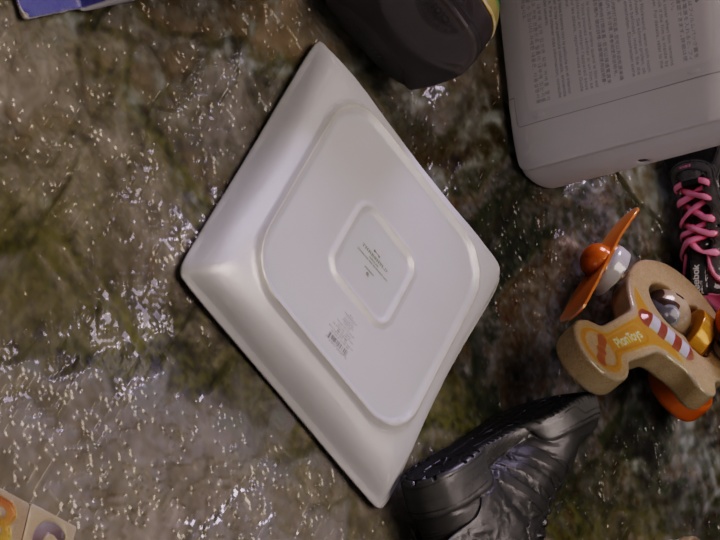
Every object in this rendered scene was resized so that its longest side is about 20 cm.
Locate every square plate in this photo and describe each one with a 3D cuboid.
[{"bbox_3d":[0.000,0.000,1.746,0.200,0.028,0.199,51,47,-26],"label":"square plate"}]

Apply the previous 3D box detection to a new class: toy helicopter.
[{"bbox_3d":[0.172,0.033,1.883,0.133,0.079,0.200,55,28,10],"label":"toy helicopter"}]

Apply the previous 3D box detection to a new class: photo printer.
[{"bbox_3d":[0.180,-0.151,1.855,0.069,0.199,0.167,4,76,-47],"label":"photo printer"}]

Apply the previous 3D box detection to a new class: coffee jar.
[{"bbox_3d":[0.054,-0.208,1.817,0.104,0.085,0.201,47,50,-27],"label":"coffee jar"}]

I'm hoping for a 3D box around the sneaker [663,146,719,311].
[{"bbox_3d":[0.241,-0.027,1.992,0.095,0.079,0.201,-40,109,-33],"label":"sneaker"}]

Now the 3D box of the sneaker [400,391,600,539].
[{"bbox_3d":[0.083,0.149,1.778,0.199,0.060,0.105,-25,101,-45],"label":"sneaker"}]

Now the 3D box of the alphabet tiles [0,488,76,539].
[{"bbox_3d":[-0.199,0.201,1.490,0.166,0.006,0.201,33,57,-37],"label":"alphabet tiles"}]

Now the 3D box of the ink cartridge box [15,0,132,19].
[{"bbox_3d":[-0.131,-0.249,1.660,0.200,0.043,0.197,-19,94,-50],"label":"ink cartridge box"}]

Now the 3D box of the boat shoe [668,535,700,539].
[{"bbox_3d":[0.196,0.268,1.876,0.073,0.063,0.202,-25,106,-72],"label":"boat shoe"}]
